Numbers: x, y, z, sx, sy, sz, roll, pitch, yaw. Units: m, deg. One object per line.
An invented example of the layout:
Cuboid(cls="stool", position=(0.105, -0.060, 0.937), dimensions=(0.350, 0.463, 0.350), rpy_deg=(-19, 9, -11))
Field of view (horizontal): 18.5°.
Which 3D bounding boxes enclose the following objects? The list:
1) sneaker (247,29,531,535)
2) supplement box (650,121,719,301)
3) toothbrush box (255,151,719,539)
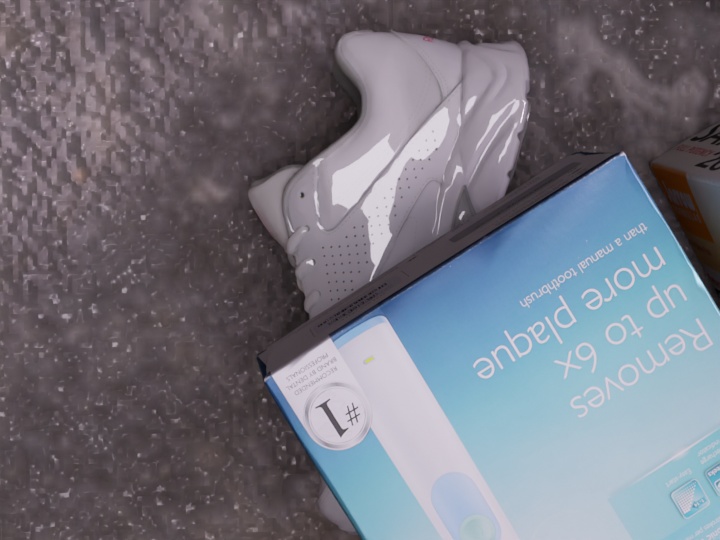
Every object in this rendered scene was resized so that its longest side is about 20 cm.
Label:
Cuboid(cls="sneaker", position=(0.000, 0.000, 0.861), dimensions=(0.099, 0.078, 0.201), rpy_deg=(13, 85, -1))
Cuboid(cls="supplement box", position=(0.198, 0.032, 0.854), dimensions=(0.073, 0.126, 0.200), rpy_deg=(-29, 97, -2))
Cuboid(cls="toothbrush box", position=(0.076, 0.079, 0.778), dimensions=(0.146, 0.085, 0.200), rpy_deg=(-31, 96, -2))
